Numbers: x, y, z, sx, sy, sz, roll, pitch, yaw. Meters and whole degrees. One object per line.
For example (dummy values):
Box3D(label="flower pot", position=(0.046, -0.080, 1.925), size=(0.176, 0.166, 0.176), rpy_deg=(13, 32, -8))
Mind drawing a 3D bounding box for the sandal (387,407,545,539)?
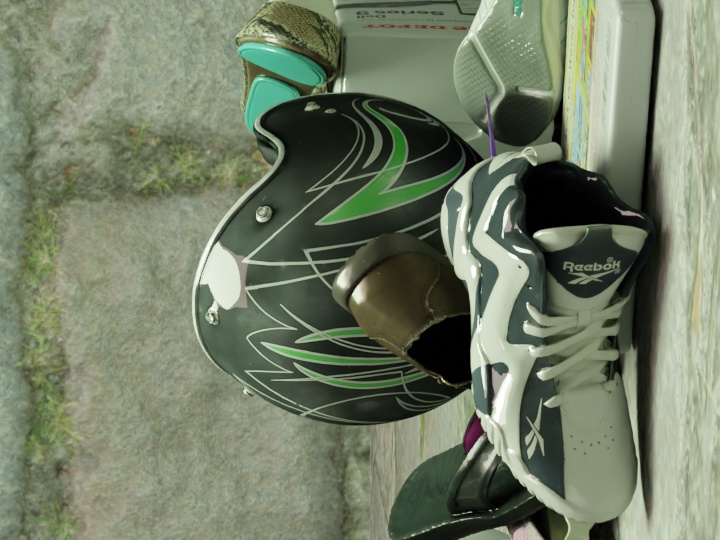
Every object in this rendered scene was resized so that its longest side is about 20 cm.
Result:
Box3D(label="sandal", position=(0.070, 0.110, 1.657), size=(0.200, 0.048, 0.075), rpy_deg=(-33, 31, 46))

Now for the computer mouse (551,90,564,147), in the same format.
Box3D(label="computer mouse", position=(0.123, -0.043, 1.754), size=(0.059, 0.034, 0.200), rpy_deg=(-105, 21, -78))

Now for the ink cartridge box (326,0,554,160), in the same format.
Box3D(label="ink cartridge box", position=(0.052, -0.137, 1.916), size=(0.200, 0.146, 0.084), rpy_deg=(-103, 15, -72))

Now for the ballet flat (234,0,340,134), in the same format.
Box3D(label="ballet flat", position=(-0.043, -0.142, 1.852), size=(0.200, 0.068, 0.075), rpy_deg=(106, -176, -76))

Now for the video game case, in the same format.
Box3D(label="video game case", position=(0.133, -0.085, 1.591), size=(0.182, 0.023, 0.200), rpy_deg=(-97, 7, -61))

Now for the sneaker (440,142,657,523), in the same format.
Box3D(label="sneaker", position=(0.108, 0.025, 1.494), size=(0.130, 0.079, 0.199), rpy_deg=(134, 127, -68))

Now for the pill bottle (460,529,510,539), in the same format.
Box3D(label="pill bottle", position=(0.064, 0.225, 1.976), size=(0.200, 0.112, 0.113), rpy_deg=(140, 130, -85))

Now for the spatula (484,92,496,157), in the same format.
Box3D(label="spatula", position=(0.100, -0.019, 1.656), size=(0.057, 0.021, 0.200), rpy_deg=(79, 169, -54))

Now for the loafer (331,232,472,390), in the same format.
Box3D(label="loafer", position=(0.060, 0.042, 1.620), size=(0.073, 0.200, 0.071), rpy_deg=(-47, 54, 19))

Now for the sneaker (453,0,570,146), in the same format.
Box3D(label="sneaker", position=(0.105, -0.160, 1.694), size=(0.080, 0.070, 0.200), rpy_deg=(-44, -29, -42))

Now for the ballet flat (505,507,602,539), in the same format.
Box3D(label="ballet flat", position=(0.112, 0.132, 1.679), size=(0.200, 0.069, 0.071), rpy_deg=(-105, 33, -62))

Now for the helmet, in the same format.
Box3D(label="helmet", position=(0.000, 0.000, 1.745), size=(0.191, 0.200, 0.200), rpy_deg=(-92, 4, -58))
